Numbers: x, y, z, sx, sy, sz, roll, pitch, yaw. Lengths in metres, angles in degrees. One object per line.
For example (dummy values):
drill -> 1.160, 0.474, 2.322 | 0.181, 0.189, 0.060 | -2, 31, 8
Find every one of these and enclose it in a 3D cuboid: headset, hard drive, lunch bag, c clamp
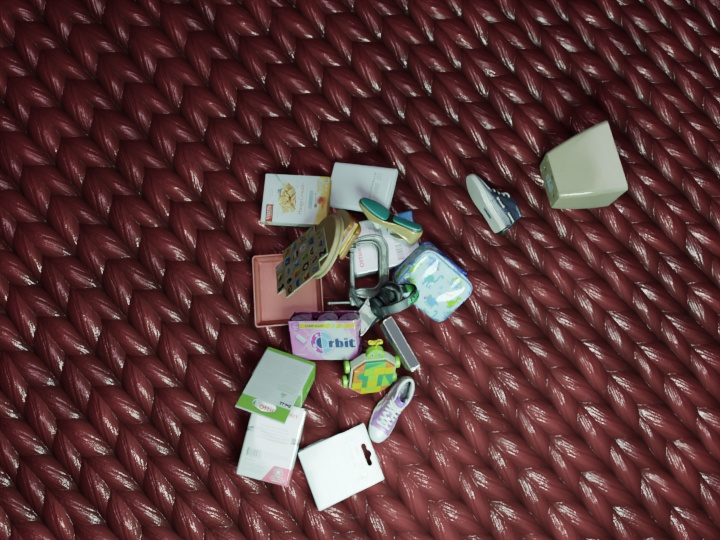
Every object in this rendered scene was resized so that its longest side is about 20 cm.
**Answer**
headset -> 0.059, 0.067, 1.498 | 0.123, 0.197, 0.096 | -42, 113, -48
hard drive -> 0.002, -0.239, 1.652 | 0.196, 0.027, 0.135 | 10, 79, 22
lunch bag -> 0.203, 0.031, 1.578 | 0.199, 0.083, 0.161 | 37, 108, -19
c clamp -> 0.000, 0.000, 1.564 | 0.166, 0.027, 0.205 | 4, 96, -6

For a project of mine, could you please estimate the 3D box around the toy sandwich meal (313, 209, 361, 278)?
toy sandwich meal -> -0.076, -0.068, 1.551 | 0.069, 0.204, 0.210 | 20, 79, -27

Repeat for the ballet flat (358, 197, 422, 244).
ballet flat -> 0.075, -0.130, 1.570 | 0.197, 0.064, 0.069 | 28, 36, 5

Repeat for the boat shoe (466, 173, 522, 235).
boat shoe -> 0.397, -0.211, 1.686 | 0.092, 0.075, 0.203 | -31, 91, -14

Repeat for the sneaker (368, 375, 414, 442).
sneaker -> 0.083, 0.377, 1.546 | 0.072, 0.114, 0.203 | 29, 82, 1

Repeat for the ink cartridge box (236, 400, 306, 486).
ink cartridge box -> -0.235, 0.456, 1.533 | 0.143, 0.083, 0.205 | 14, 81, 0

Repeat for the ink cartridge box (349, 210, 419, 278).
ink cartridge box -> 0.064, -0.073, 1.634 | 0.195, 0.084, 0.148 | -12, 81, -5

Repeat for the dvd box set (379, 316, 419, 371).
dvd box set -> 0.103, 0.199, 1.531 | 0.029, 0.200, 0.148 | -30, 83, -5

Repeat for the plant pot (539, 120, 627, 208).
plant pot -> 0.631, -0.284, 1.650 | 0.173, 0.200, 0.205 | -14, 81, 6

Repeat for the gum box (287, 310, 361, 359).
gum box -> -0.090, 0.177, 1.550 | 0.195, 0.066, 0.116 | -1, 110, 11

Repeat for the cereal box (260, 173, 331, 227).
cereal box -> -0.187, -0.203, 1.655 | 0.195, 0.040, 0.148 | 3, 80, 7

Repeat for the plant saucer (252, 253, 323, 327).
plant saucer -> -0.206, 0.055, 1.625 | 0.194, 0.037, 0.205 | -4, 80, -3

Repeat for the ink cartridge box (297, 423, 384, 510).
ink cartridge box -> -0.055, 0.532, 1.555 | 0.196, 0.050, 0.165 | -20, 82, -14

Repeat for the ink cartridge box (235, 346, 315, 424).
ink cartridge box -> -0.222, 0.318, 1.499 | 0.145, 0.077, 0.202 | 16, 45, 11

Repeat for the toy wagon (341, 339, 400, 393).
toy wagon -> 0.030, 0.261, 1.526 | 0.151, 0.203, 0.040 | -4, 47, -12

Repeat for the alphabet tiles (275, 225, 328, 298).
alphabet tiles -> -0.162, -0.026, 1.541 | 0.199, 0.006, 0.169 | -37, 43, 25

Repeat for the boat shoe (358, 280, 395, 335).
boat shoe -> 0.039, 0.111, 1.614 | 0.074, 0.062, 0.201 | 38, 83, 2
